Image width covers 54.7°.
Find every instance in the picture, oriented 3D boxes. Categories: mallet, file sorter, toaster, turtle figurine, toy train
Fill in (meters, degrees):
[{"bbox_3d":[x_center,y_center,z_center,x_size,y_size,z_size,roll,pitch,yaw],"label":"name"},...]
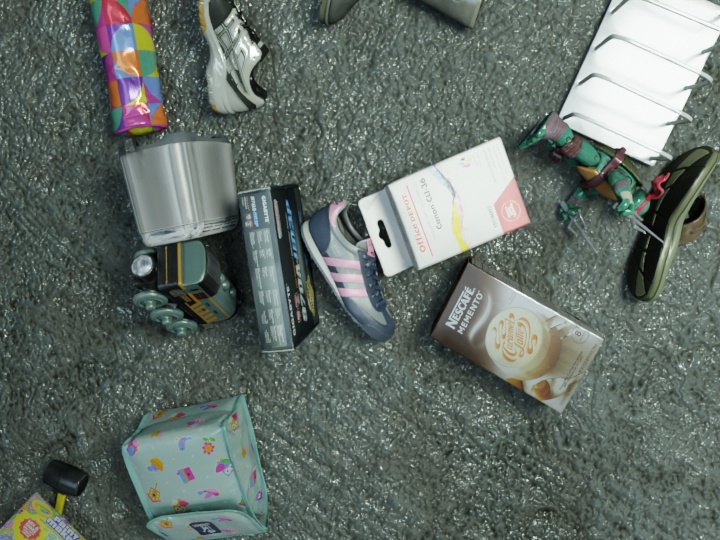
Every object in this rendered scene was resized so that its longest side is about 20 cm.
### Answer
[{"bbox_3d":[-0.498,0.397,1.120,0.065,0.041,0.204,27,106,4],"label":"mallet"},{"bbox_3d":[0.345,-0.248,0.828,0.136,0.125,0.204,25,101,5],"label":"file sorter"},{"bbox_3d":[-0.233,-0.108,0.914,0.110,0.200,0.133,-10,96,13],"label":"toaster"},{"bbox_3d":[0.289,-0.110,0.859,0.199,0.150,0.101,41,77,0],"label":"turtle figurine"},{"bbox_3d":[-0.232,0.027,0.945,0.111,0.201,0.088,-9,66,6],"label":"toy train"}]

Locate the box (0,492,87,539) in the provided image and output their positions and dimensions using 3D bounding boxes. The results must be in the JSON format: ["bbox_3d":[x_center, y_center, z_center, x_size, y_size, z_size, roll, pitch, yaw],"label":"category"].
[{"bbox_3d":[-0.510,0.496,1.073,0.200,0.122,0.193,44,108,-5],"label":"box"}]

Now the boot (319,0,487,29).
[{"bbox_3d":[0.063,-0.364,0.899,0.197,0.073,0.185,29,104,-2],"label":"boot"}]

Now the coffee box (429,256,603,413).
[{"bbox_3d":[0.202,0.082,0.923,0.197,0.080,0.116,29,102,5],"label":"coffee box"}]

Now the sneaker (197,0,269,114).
[{"bbox_3d":[-0.165,-0.313,0.927,0.085,0.076,0.204,-1,123,0],"label":"sneaker"}]

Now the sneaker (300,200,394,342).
[{"bbox_3d":[0.000,0.000,0.949,0.081,0.070,0.202,-34,92,24],"label":"sneaker"}]

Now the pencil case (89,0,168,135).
[{"bbox_3d":[-0.321,-0.292,0.967,0.086,0.088,0.206,-7,95,11],"label":"pencil case"}]

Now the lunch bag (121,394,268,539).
[{"bbox_3d":[-0.231,0.306,1.016,0.165,0.122,0.206,-10,104,9],"label":"lunch bag"}]

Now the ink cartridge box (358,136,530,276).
[{"bbox_3d":[0.105,-0.077,0.904,0.196,0.068,0.119,-23,94,-1],"label":"ink cartridge box"}]

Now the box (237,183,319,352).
[{"bbox_3d":[-0.105,-0.010,0.926,0.045,0.159,0.206,-7,96,9],"label":"box"}]

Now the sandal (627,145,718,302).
[{"bbox_3d":[0.397,-0.057,0.878,0.056,0.080,0.206,13,107,-9],"label":"sandal"}]
